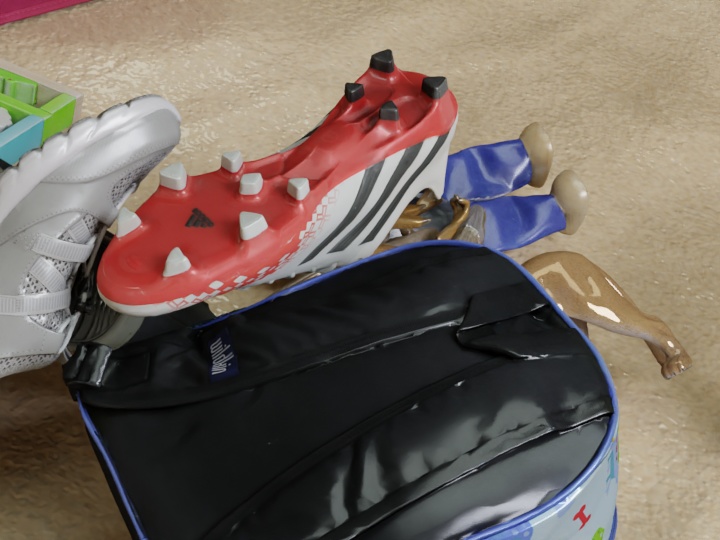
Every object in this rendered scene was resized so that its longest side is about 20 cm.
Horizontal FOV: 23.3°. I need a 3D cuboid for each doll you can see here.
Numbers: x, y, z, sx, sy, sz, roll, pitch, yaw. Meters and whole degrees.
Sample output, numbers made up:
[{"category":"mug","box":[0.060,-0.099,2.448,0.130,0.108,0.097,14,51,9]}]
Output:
[{"category":"doll","box":[0.025,-0.035,0.999,0.199,0.049,0.137,-15,56,-25]}]

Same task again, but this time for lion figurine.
[{"category":"lion figurine","box":[0.075,0.032,0.884,0.200,0.072,0.123,-20,74,-43]}]

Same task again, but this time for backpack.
[{"category":"backpack","box":[0.005,0.090,0.733,0.199,0.147,0.183,-25,48,-9]}]

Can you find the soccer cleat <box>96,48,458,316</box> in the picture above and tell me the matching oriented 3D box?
[{"category":"soccer cleat","box":[-0.031,-0.023,0.786,0.069,0.085,0.200,32,54,33]}]

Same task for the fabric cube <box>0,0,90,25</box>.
[{"category":"fabric cube","box":[-0.218,-0.312,1.155,0.196,0.201,0.199,-22,50,-39]}]

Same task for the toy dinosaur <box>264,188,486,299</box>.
[{"category":"toy dinosaur","box":[0.000,0.000,0.893,0.199,0.107,0.060,-17,48,-30]}]

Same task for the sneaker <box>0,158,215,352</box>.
[{"category":"sneaker","box":[-0.163,-0.002,0.871,0.200,0.075,0.106,32,-3,29]}]

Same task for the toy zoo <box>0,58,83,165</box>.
[{"category":"toy zoo","box":[-0.261,-0.082,0.977,0.131,0.021,0.200,23,31,13]}]

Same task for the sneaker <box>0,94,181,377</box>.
[{"category":"sneaker","box":[-0.146,0.005,0.774,0.082,0.200,0.075,45,-4,-7]}]
